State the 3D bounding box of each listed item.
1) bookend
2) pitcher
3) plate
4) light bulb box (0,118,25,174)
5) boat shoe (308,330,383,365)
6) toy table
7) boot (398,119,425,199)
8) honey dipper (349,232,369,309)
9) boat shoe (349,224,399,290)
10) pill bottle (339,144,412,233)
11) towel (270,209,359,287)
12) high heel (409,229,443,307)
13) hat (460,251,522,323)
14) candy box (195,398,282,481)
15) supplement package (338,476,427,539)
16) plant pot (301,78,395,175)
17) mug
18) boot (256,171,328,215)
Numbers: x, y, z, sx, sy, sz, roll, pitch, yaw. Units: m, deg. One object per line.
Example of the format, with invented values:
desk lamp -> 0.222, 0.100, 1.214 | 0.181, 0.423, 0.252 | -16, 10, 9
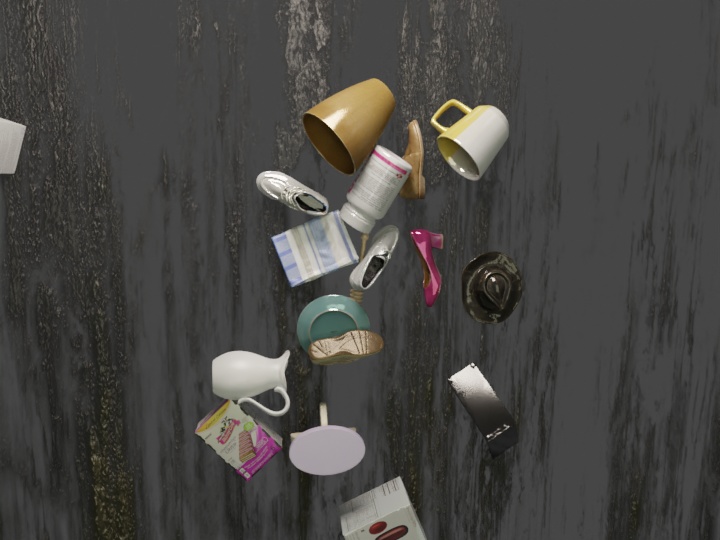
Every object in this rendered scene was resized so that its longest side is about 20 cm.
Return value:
bookend -> 0.341, 0.392, 1.654 | 0.091, 0.199, 0.201 | -31, 58, -2
pitcher -> -0.279, 0.291, 1.531 | 0.196, 0.122, 0.174 | 0, 57, -12
plate -> -0.071, 0.161, 1.583 | 0.196, 0.026, 0.204 | -2, 111, -4
light bulb box -> -0.895, -0.302, 1.324 | 0.195, 0.200, 0.127 | 16, 96, -10
boat shoe -> -0.037, 0.208, 1.561 | 0.196, 0.065, 0.073 | -10, 59, -5
toy table -> -0.093, 0.464, 1.603 | 0.196, 0.117, 0.187 | 9, 98, -9
boot -> 0.127, -0.285, 1.544 | 0.074, 0.074, 0.204 | -2, 102, 2
honey dipper -> 0.000, 0.000, 1.584 | 0.037, 0.038, 0.204 | 8, 96, -9
boat shoe -> 0.046, -0.034, 1.550 | 0.201, 0.068, 0.072 | -50, 115, -15
pill bottle -> 0.035, -0.203, 1.507 | 0.112, 0.114, 0.202 | 29, 105, -11
towel -> -0.117, -0.056, 1.550 | 0.197, 0.024, 0.149 | -22, 91, -1
high heel -> 0.166, -0.007, 1.586 | 0.094, 0.067, 0.204 | 6, 93, -19
hat -> 0.369, 0.054, 1.623 | 0.196, 0.081, 0.205 | -2, 99, -9
candy box -> -0.322, 0.443, 1.595 | 0.136, 0.061, 0.200 | -43, 102, 1
supplement package -> 0.069, 0.727, 1.652 | 0.197, 0.147, 0.194 | -24, 101, -3
plant pot -> -0.011, -0.371, 1.464 | 0.200, 0.186, 0.187 | -44, 102, -13
mug -> 0.288, -0.351, 1.520 | 0.153, 0.149, 0.187 | -45, 109, -7
boot -> -0.168, -0.194, 1.498 | 0.197, 0.096, 0.075 | 20, 96, -11
